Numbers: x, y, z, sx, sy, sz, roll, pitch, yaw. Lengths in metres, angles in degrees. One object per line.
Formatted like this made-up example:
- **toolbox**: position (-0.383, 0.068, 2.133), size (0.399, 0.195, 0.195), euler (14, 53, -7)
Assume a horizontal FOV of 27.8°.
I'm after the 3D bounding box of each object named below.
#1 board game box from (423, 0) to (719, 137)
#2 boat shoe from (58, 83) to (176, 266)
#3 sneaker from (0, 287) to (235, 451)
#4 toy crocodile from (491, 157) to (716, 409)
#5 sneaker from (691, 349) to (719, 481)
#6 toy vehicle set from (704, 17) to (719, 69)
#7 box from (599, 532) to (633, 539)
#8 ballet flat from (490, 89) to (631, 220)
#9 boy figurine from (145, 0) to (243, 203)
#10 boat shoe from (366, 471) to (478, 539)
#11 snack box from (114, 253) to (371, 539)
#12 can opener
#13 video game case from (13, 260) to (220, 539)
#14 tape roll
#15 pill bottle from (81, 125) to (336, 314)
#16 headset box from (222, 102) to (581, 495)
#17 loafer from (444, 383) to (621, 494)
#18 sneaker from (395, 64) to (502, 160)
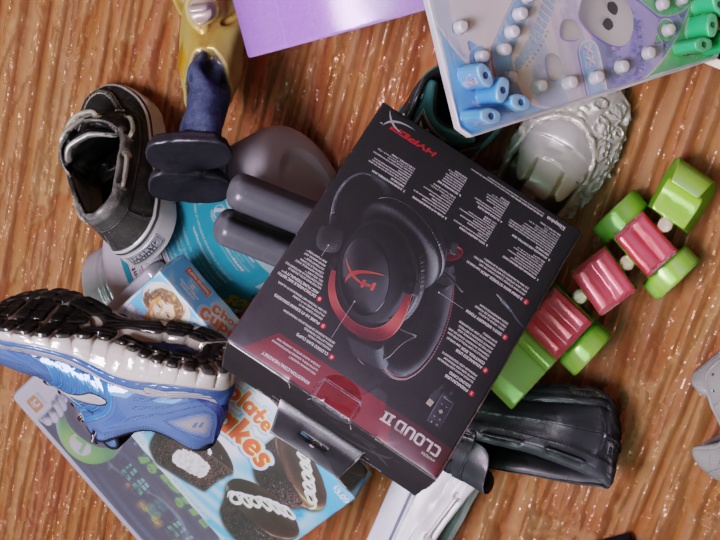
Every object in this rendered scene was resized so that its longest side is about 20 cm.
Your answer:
- **board game box**: position (0.118, -0.198, 0.820), size (0.026, 0.198, 0.203), euler (2, 109, 62)
- **boat shoe**: position (-0.180, -0.086, 1.045), size (0.071, 0.201, 0.064), euler (-42, 128, 12)
- **sneaker**: position (-0.177, 0.073, 0.954), size (0.198, 0.079, 0.090), euler (15, 114, 18)
- **toy crocodile**: position (0.154, 0.010, 0.948), size (0.200, 0.062, 0.068), euler (-43, 83, 11)
- **sneaker**: position (0.257, 0.056, 0.920), size (0.091, 0.075, 0.203), euler (17, 111, 27)
- **toy vehicle set**: position (0.220, -0.193, 0.889), size (0.198, 0.026, 0.126), euler (26, 115, 18)
- **box**: position (0.139, 0.294, 0.975), size (0.106, 0.200, 0.150), euler (-23, 95, 29)
- **ballet flat**: position (0.113, -0.046, 0.966), size (0.072, 0.072, 0.201), euler (39, 118, 12)
- **boy figurine**: position (-0.109, -0.151, 0.990), size (0.063, 0.202, 0.125), euler (1, 151, -4)
- **boat shoe**: position (0.037, 0.220, 1.080), size (0.065, 0.073, 0.202), euler (29, 117, 21)
- **snack box**: position (-0.098, 0.100, 0.999), size (0.116, 0.037, 0.200), euler (-39, 93, 32)
- **can opener**: position (0.000, 0.000, 0.945), size (0.198, 0.067, 0.054), euler (22, 112, -7)
- **video game case**: position (-0.138, 0.119, 1.059), size (0.181, 0.023, 0.200), euler (-39, 94, 33)
- **tape roll**: position (0.018, -0.188, 0.894), size (0.198, 0.200, 0.067), euler (-9, 101, 29)
- **pill bottle**: position (-0.112, -0.019, 1.064), size (0.199, 0.111, 0.112), euler (-24, 93, 31)
- **headset box**: position (0.018, 0.026, 0.881), size (0.148, 0.201, 0.075), euler (32, 162, 2)
- **loafer**: position (0.080, 0.117, 1.003), size (0.198, 0.068, 0.071), euler (0, 64, 13)
- **sneaker**: position (0.044, -0.089, 0.967), size (0.071, 0.080, 0.200), euler (47, 112, 8)
